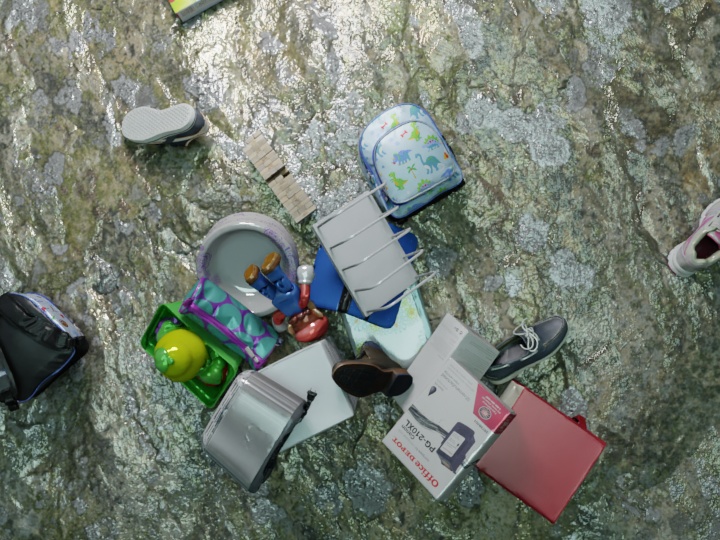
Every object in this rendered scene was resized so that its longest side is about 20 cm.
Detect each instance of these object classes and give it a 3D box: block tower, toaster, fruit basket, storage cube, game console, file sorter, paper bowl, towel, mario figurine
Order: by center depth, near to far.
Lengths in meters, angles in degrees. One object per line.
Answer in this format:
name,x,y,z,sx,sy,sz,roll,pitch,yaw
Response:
toaster,-0.176,0.259,1.083,0.128,0.114,0.202,31,91,5
file sorter,0.029,-0.038,1.184,0.138,0.124,0.202,-33,96,-20
mario figurine,-0.133,0.052,1.226,0.201,0.122,0.106,53,59,-27
storage cube,0.328,0.334,1.232,0.178,0.171,0.202,34,90,4
fruit basket,-0.338,0.167,1.235,0.215,0.216,0.156,40,122,3
paper bowl,-0.221,-0.017,1.278,0.197,0.105,0.204,-1,114,-2
game console,0.000,0.000,1.298,0.168,0.118,0.203,22,77,-17
towel,0.058,0.114,1.313,0.169,0.048,0.203,-19,87,4
block tower,-0.167,-0.189,1.327,0.054,0.058,0.201,-36,85,1

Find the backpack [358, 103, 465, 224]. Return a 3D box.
backpack,0.092,-0.222,1.273,0.181,0.147,0.202,-29,84,-1

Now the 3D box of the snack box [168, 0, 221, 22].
snack box,-0.328,-0.640,1.349,0.198,0.053,0.144,-27,88,1

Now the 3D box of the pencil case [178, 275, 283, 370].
pencil case,-0.249,0.102,1.224,0.199,0.093,0.085,40,108,-16

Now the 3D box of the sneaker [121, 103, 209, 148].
sneaker,-0.404,-0.296,1.334,0.197,0.079,0.080,3,82,27

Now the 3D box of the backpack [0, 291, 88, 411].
backpack,-0.666,0.140,1.287,0.200,0.154,0.191,-42,95,-6

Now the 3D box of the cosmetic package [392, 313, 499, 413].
cosmetic package,0.165,0.202,1.255,0.107,0.085,0.201,33,97,-32

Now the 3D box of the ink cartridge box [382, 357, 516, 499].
ink cartridge box,0.158,0.283,1.146,0.144,0.084,0.201,41,94,25

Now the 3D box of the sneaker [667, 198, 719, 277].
sneaker,0.708,-0.069,1.271,0.081,0.088,0.201,39,90,3

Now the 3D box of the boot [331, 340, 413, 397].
boot,0.003,0.180,1.196,0.075,0.198,0.097,-56,45,14

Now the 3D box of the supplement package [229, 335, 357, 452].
supplement package,-0.119,0.237,1.237,0.189,0.200,0.149,-26,87,2

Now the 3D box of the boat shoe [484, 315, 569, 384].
boat shoe,0.328,0.149,1.283,0.198,0.062,0.075,-32,43,6
